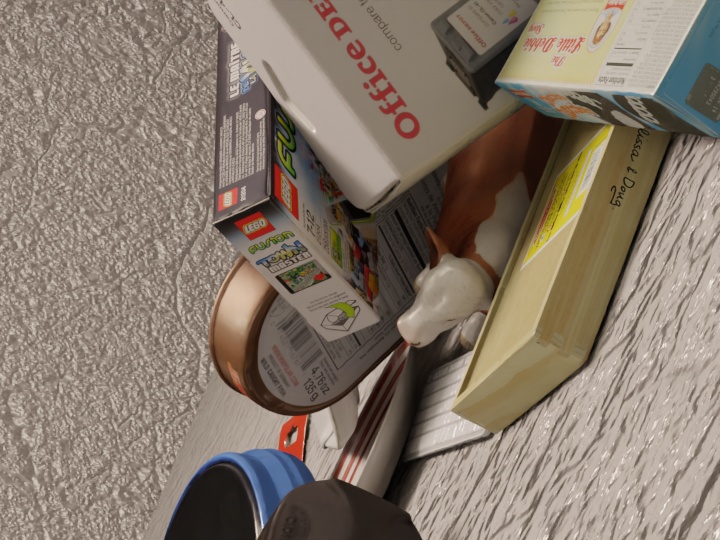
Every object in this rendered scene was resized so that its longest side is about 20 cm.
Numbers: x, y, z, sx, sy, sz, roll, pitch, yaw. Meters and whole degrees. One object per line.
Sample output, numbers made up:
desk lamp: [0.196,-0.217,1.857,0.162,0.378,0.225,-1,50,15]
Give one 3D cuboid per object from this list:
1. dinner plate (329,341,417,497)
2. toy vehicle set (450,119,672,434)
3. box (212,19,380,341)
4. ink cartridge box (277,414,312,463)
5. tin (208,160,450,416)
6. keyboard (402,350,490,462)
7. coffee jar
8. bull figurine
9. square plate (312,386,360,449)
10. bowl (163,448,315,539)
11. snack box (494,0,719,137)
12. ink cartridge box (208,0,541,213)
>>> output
dinner plate: [-0.003,0.130,1.243,0.200,0.024,0.200,-157,90,-87]
toy vehicle set: [0.105,-0.030,0.974,0.200,0.026,0.124,-67,6,-22]
box: [-0.034,-0.071,1.108,0.035,0.110,0.200,-23,45,21]
ink cartridge box: [-0.078,0.188,1.358,0.109,0.050,0.200,135,145,-73]
tin: [0.000,0.000,1.188,0.200,0.042,0.112,-44,-41,-15]
keyboard: [0.052,0.070,1.109,0.056,0.011,0.200,-66,5,-13]
coffee jar: [-0.040,0.199,1.009,0.200,0.085,0.104,-60,7,32]
bull figurine: [0.069,-0.029,1.103,0.121,0.065,0.200,119,176,-63]
square plate: [-0.037,0.019,1.355,0.200,0.028,0.198,132,123,-84]
bowl: [-0.077,0.201,1.202,0.201,0.039,0.201,-40,44,55]
snack box: [0.129,-0.120,0.899,0.116,0.037,0.200,-61,16,-1]
ink cartridge box: [0.046,-0.146,1.039,0.200,0.148,0.086,-37,-1,-17]
